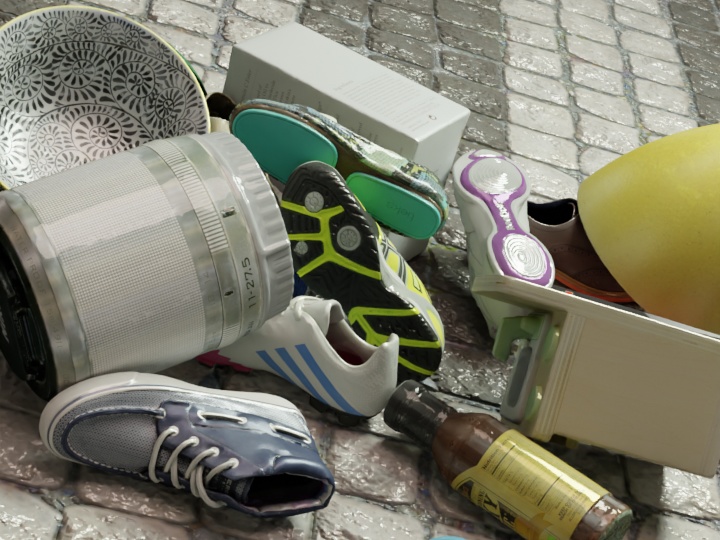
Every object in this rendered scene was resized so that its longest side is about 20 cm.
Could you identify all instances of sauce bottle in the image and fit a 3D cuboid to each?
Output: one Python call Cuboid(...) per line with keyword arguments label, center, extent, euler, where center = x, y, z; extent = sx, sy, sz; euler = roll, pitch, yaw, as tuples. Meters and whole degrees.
Cuboid(label="sauce bottle", center=(0.105, 0.149, 1.292), extent=(0.200, 0.065, 0.065), euler=(33, 32, 27))

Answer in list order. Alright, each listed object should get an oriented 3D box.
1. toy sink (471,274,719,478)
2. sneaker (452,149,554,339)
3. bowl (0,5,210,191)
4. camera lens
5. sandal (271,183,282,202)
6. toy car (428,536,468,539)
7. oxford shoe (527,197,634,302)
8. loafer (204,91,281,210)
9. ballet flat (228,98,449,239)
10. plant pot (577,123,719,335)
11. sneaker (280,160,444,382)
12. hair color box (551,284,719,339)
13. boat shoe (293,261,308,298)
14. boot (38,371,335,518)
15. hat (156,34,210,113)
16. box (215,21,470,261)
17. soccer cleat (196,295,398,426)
Cuboid(label="toy sink", center=(0.177, 0.085, 1.352), extent=(0.199, 0.112, 0.130), euler=(17, -3, -7))
Cuboid(label="sneaker", center=(0.114, -0.026, 1.547), extent=(0.075, 0.100, 0.200), euler=(5, 44, -13))
Cuboid(label="bowl", center=(-0.231, -0.107, 1.417), extent=(0.200, 0.094, 0.201), euler=(9, 63, -18))
Cuboid(label="camera lens", center=(-0.169, -0.003, 1.257), extent=(0.200, 0.160, 0.160), euler=(-21, 44, -22))
Cuboid(label="sandal", center=(-0.086, -0.030, 1.512), extent=(0.082, 0.050, 0.202), euler=(-30, 48, -34))
Cuboid(label="toy car", center=(0.057, 0.287, 0.969), extent=(0.176, 0.185, 0.200), euler=(22, 57, 7))
Cuboid(label="oxford shoe", center=(0.210, -0.023, 1.634), extent=(0.199, 0.073, 0.071), euler=(12, 28, -18))
Cuboid(label="loafer", center=(-0.116, -0.092, 1.474), extent=(0.076, 0.068, 0.200), euler=(11, 25, -32))
Cuboid(label="ballet flat", center=(-0.016, -0.091, 1.445), extent=(0.200, 0.074, 0.074), euler=(31, 27, -10))
Cuboid(label="plant pot", center=(0.323, -0.054, 1.614), extent=(0.200, 0.142, 0.200), euler=(32, 33, -23))
Cuboid(label="sneaker", center=(0.000, 0.000, 1.425), extent=(0.200, 0.075, 0.076), euler=(60, 16, -8))
Cuboid(label="hair color box", center=(0.246, 0.085, 1.484), extent=(0.199, 0.061, 0.102), euler=(17, 28, -3))
Cuboid(label="boat shoe", center=(-0.140, -0.009, 1.416), extent=(0.199, 0.072, 0.072), euler=(7, 29, -20))
Cuboid(label="boot", center=(-0.116, 0.124, 1.197), extent=(0.199, 0.073, 0.090), euler=(3, 27, -27))
Cuboid(label="hat", center=(-0.255, -0.116, 1.522), extent=(0.200, 0.166, 0.176), euler=(24, 54, 0))
Cuboid(label="box", center=(-0.026, -0.109, 1.570), extent=(0.200, 0.153, 0.106), euler=(30, 32, 19))
Cuboid(label="soccer cleat", center=(-0.061, 0.045, 1.352), extent=(0.200, 0.087, 0.070), euler=(22, 29, 8))
